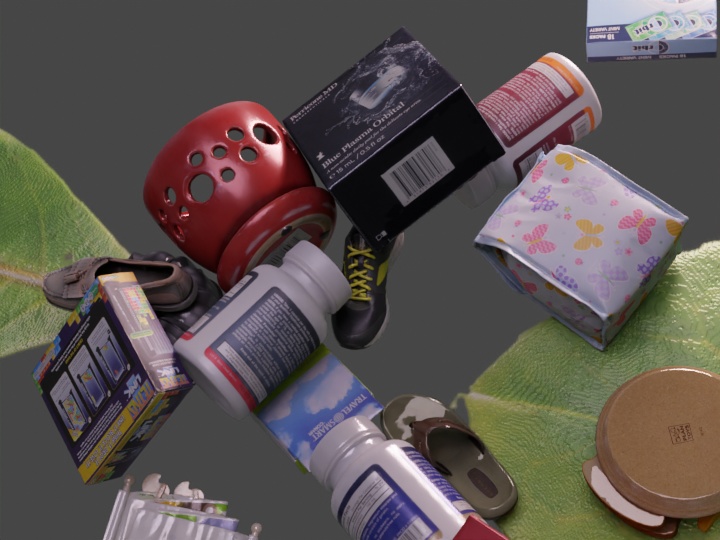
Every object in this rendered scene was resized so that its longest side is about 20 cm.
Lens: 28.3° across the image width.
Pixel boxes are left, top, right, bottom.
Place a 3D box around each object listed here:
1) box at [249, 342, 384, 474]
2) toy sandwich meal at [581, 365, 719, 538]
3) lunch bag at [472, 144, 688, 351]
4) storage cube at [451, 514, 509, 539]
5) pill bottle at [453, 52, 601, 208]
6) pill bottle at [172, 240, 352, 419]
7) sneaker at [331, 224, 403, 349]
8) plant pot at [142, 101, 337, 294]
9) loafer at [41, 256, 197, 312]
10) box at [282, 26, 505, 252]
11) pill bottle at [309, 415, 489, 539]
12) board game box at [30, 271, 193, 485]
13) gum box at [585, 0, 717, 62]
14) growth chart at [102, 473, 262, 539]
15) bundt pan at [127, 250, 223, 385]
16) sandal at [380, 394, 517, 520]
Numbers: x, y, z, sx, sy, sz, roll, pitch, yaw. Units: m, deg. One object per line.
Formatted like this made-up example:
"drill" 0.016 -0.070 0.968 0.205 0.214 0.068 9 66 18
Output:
"box" -0.072 0.147 1.700 0.122 0.048 0.200 -40 57 -12
"toy sandwich meal" 0.347 0.200 1.568 0.204 0.070 0.206 -5 55 7
"lunch bag" 0.258 -0.036 1.693 0.200 0.127 0.170 36 75 18
"storage cube" 0.146 0.387 1.427 0.179 0.200 0.171 30 70 33
"pill bottle" 0.193 -0.173 1.794 0.200 0.114 0.114 -36 58 -10
"pill bottle" -0.109 0.065 1.663 0.200 0.120 0.119 -43 60 -15
"sneaker" 0.000 0.000 1.751 0.074 0.085 0.201 2 59 16
"plant pot" -0.140 -0.078 1.771 0.200 0.201 0.183 -37 68 -10
"loafer" -0.298 0.009 1.737 0.199 0.063 0.072 1 61 13
"box" 0.035 -0.161 1.715 0.196 0.118 0.200 -37 35 3
"pill bottle" 0.038 0.258 1.569 0.120 0.120 0.200 -39 59 -11
"board game box" -0.294 0.127 1.673 0.057 0.200 0.166 -10 60 -46
"gum box" 0.388 -0.372 1.909 0.169 0.045 0.201 0 61 13
"growth chart" -0.211 0.316 1.651 0.199 0.018 0.145 14 63 20
"bundt pan" -0.269 0.059 1.784 0.200 0.076 0.203 -6 59 10
"sandal" 0.102 0.200 1.622 0.080 0.057 0.201 -42 53 -14
